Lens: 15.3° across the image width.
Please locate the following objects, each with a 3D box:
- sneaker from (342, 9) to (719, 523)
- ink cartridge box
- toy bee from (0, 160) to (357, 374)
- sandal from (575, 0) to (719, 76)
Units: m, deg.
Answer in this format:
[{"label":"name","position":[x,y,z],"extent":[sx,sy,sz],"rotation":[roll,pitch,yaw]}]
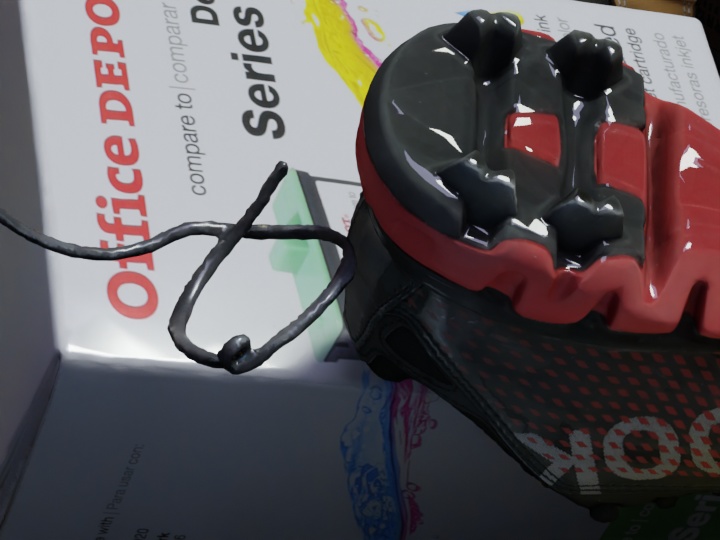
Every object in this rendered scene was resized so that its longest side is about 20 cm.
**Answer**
[{"label":"sneaker","position":[0.085,0.015,0.584],"extent":[0.199,0.098,0.071],"rotation":[17,48,-9]},{"label":"ink cartridge box","position":[0.000,0.000,0.682],"extent":[0.199,0.084,0.145],"rotation":[6,48,-21]},{"label":"toy bee","position":[-0.121,-0.011,0.555],"extent":[0.199,0.109,0.131],"rotation":[-31,32,-5]},{"label":"sandal","position":[0.086,-0.082,0.787],"extent":[0.054,0.082,0.200],"rotation":[18,-2,39]}]
